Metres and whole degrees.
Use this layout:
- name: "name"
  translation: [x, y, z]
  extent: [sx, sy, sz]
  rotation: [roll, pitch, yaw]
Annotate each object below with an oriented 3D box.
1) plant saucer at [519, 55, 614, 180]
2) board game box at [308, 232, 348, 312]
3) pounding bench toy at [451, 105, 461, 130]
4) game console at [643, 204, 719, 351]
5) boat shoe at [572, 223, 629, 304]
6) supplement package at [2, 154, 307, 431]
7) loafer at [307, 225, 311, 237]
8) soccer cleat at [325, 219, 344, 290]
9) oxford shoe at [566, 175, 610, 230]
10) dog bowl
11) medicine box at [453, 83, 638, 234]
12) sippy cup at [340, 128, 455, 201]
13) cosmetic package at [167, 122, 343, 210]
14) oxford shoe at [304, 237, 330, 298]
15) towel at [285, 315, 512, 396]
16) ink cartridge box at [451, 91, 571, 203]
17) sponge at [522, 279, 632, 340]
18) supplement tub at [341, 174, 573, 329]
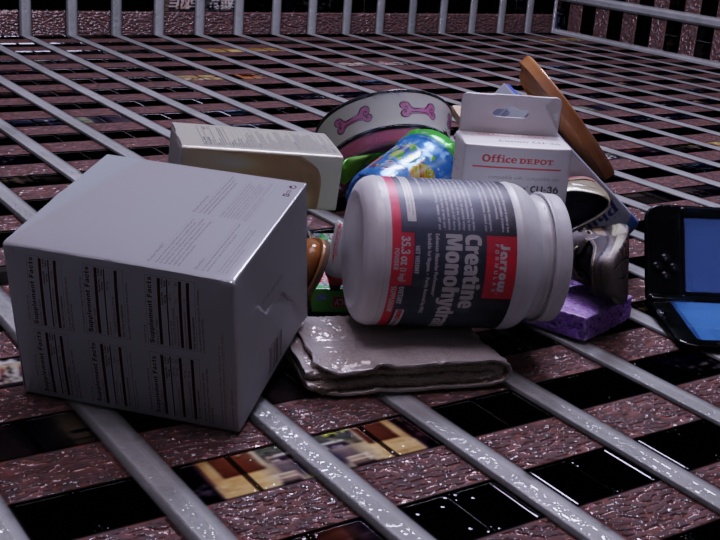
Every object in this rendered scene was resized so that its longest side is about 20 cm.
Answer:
- name: "plant saucer"
  translation: [0.276, -0.204, 1.558]
  extent: [0.032, 0.201, 0.201]
  rotation: [-36, 17, 8]
- name: "board game box"
  translation: [0.000, 0.000, 1.295]
  extent: [0.133, 0.029, 0.200]
  rotation: [1, 19, -8]
- name: "pounding bench toy"
  translation: [0.229, -0.156, 1.610]
  extent: [0.198, 0.158, 0.124]
  rotation: [3, 18, -5]
- name: "game console"
  translation: [0.424, 0.008, 1.247]
  extent: [0.198, 0.178, 0.116]
  rotation: [3, -10, -6]
- name: "boat shoe"
  translation: [0.254, -0.007, 1.239]
  extent: [0.072, 0.075, 0.200]
  rotation: [0, 8, 14]
- name: "supplement package"
  translation: [-0.167, 0.013, 0.989]
  extent: [0.198, 0.148, 0.192]
  rotation: [9, 30, 13]
- name: "loafer"
  translation: [-0.088, -0.042, 1.276]
  extent: [0.063, 0.072, 0.200]
  rotation: [-43, 23, -12]
- name: "soccer cleat"
  translation: [0.033, -0.032, 1.219]
  extent: [0.068, 0.086, 0.199]
  rotation: [17, 23, 34]
- name: "oxford shoe"
  translation: [0.187, -0.063, 1.297]
  extent: [0.198, 0.071, 0.074]
  rotation: [-20, 10, 0]
- name: "dog bowl"
  translation: [0.038, -0.173, 1.610]
  extent: [0.198, 0.075, 0.200]
  rotation: [-9, -20, -3]
- name: "medicine box"
  translation: [0.226, -0.115, 1.423]
  extent: [0.200, 0.103, 0.182]
  rotation: [43, 11, -16]
- name: "sippy cup"
  translation: [0.056, -0.098, 1.462]
  extent: [0.130, 0.141, 0.177]
  rotation: [-29, 8, -41]
- name: "cosmetic package"
  translation: [-0.130, -0.127, 1.387]
  extent: [0.198, 0.072, 0.105]
  rotation: [3, 23, -16]
- name: "oxford shoe"
  translation: [-0.097, -0.003, 1.134]
  extent: [0.071, 0.072, 0.199]
  rotation: [26, -18, -28]
- name: "towel"
  translation: [0.028, 0.074, 1.074]
  extent: [0.198, 0.035, 0.133]
  rotation: [-2, 20, -19]
- name: "ink cartridge box"
  translation: [0.155, -0.081, 1.209]
  extent: [0.115, 0.202, 0.068]
  rotation: [2, 18, -4]
- name: "sponge"
  translation: [0.189, 0.025, 1.263]
  extent: [0.199, 0.030, 0.111]
  rotation: [19, 23, 37]
- name: "supplement tub"
  translation: [0.088, -0.016, 1.086]
  extent: [0.198, 0.142, 0.140]
  rotation: [2, 18, -11]
